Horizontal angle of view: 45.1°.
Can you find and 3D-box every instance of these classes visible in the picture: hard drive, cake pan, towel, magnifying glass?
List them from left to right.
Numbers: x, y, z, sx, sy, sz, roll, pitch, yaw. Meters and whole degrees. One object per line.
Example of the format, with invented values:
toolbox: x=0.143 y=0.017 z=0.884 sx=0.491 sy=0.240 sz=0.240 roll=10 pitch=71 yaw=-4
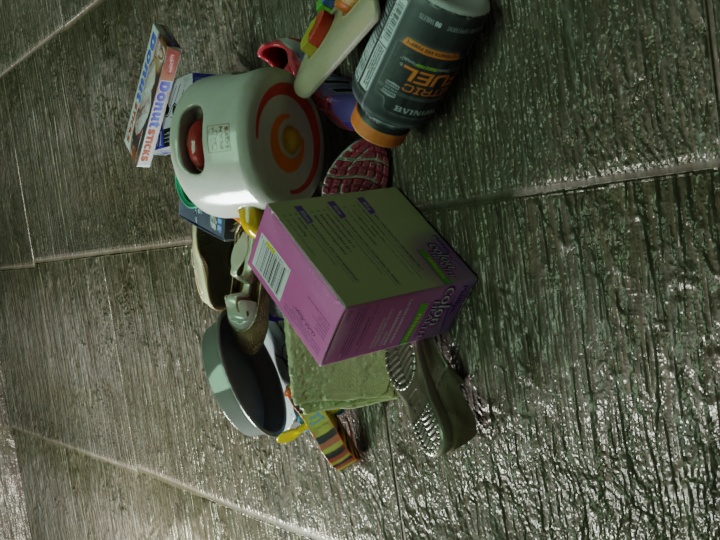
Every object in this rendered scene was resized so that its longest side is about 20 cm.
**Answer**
magnifying glass: x=-0.215 y=-0.111 z=1.246 sx=0.200 sy=0.022 sz=0.080 roll=31 pitch=121 yaw=43
cake pan: x=-0.171 y=0.155 z=1.272 sx=0.037 sy=0.200 sz=0.201 roll=-24 pitch=76 yaw=11
hard drive: x=-0.145 y=0.158 z=1.405 sx=0.200 sy=0.026 sz=0.132 roll=54 pitch=136 yaw=28
towel: x=-0.030 y=0.088 z=1.157 sx=0.036 sy=0.148 sz=0.201 roll=-89 pitch=-9 yaw=-85

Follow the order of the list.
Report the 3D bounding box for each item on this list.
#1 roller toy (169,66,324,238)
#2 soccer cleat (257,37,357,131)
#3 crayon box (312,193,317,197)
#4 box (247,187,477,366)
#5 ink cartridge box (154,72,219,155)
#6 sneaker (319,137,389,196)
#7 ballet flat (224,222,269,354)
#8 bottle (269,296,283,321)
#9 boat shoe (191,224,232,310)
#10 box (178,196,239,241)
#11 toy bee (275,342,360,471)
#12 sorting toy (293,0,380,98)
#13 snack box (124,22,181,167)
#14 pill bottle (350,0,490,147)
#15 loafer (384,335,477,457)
roller toy: x=-0.136 y=-0.158 z=1.096 sx=0.139 sy=0.200 sz=0.183 roll=-1 pitch=138 yaw=31
soccer cleat: x=-0.062 y=-0.246 z=1.150 sx=0.200 sy=0.076 sz=0.067 roll=50 pitch=135 yaw=33
crayon box: x=-0.140 y=-0.119 z=1.298 sx=0.200 sy=0.058 sz=0.119 roll=56 pitch=137 yaw=29
box: x=0.000 y=0.000 z=1.029 sx=0.176 sy=0.200 sz=0.097 roll=51 pitch=135 yaw=31
ink cartridge box: x=-0.269 y=-0.227 z=1.281 sx=0.200 sy=0.044 sz=0.094 roll=2 pitch=94 yaw=55
sneaker: x=-0.027 y=-0.093 z=1.149 sx=0.075 sy=0.080 sz=0.200 roll=-100 pitch=32 yaw=-54
ballet flat: x=-0.163 y=0.020 z=1.221 sx=0.070 sy=0.065 sz=0.201 roll=6 pitch=92 yaw=32
bottle: x=-0.101 y=0.038 z=1.268 sx=0.200 sy=0.083 sz=0.066 roll=-12 pitch=90 yaw=52
boat shoe: x=-0.258 y=-0.033 z=1.469 sx=0.065 sy=0.072 sz=0.201 roll=16 pitch=117 yaw=48
box: x=-0.217 y=-0.160 z=1.299 sx=0.158 sy=0.051 sz=0.201 roll=27 pitch=117 yaw=50
toy bee: x=-0.076 y=0.196 z=1.238 sx=0.200 sy=0.109 sz=0.131 roll=39 pitch=92 yaw=14
sorting toy: x=-0.019 y=-0.327 z=1.032 sx=0.185 sy=0.036 sz=0.200 roll=-36 pitch=36 yaw=50
snack box: x=-0.306 y=-0.254 z=1.273 sx=0.072 sy=0.024 sz=0.200 roll=56 pitch=134 yaw=39
pill bottle: x=0.056 y=-0.235 z=0.975 sx=0.106 sy=0.106 sz=0.200 roll=56 pitch=138 yaw=28
loafer: x=0.086 y=0.137 z=1.067 sx=0.076 sy=0.068 sz=0.200 roll=-54 pitch=41 yaw=42
